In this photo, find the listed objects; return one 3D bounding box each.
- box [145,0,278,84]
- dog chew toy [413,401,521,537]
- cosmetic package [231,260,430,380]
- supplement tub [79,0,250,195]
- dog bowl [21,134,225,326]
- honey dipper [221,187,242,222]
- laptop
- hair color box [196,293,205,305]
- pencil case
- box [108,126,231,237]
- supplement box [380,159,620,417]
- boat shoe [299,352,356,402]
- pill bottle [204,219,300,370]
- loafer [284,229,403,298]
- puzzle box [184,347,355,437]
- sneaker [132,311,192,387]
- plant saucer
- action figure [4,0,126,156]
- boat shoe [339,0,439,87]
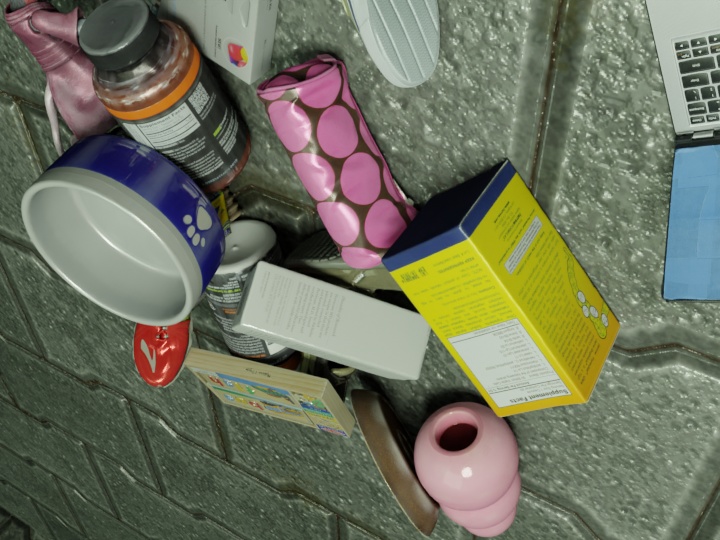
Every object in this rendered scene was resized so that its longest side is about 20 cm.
[{"bbox_3d":[-0.166,-0.292,0.717,0.198,0.041,0.157,33,142,12],"label":"box"},{"bbox_3d":[0.138,0.252,0.923,0.123,0.125,0.202,9,139,33],"label":"dog chew toy"},{"bbox_3d":[-0.033,0.058,0.830,0.197,0.072,0.101,19,169,-13],"label":"cosmetic package"},{"bbox_3d":[-0.191,-0.170,0.755,0.106,0.108,0.201,17,157,26],"label":"supplement tub"},{"bbox_3d":[-0.243,-0.038,0.792,0.197,0.079,0.202,17,141,15],"label":"dog bowl"},{"bbox_3d":[-0.205,-0.145,0.897,0.038,0.038,0.202,-11,115,44],"label":"honey dipper"},{"bbox_3d":[0.275,-0.095,0.478,0.185,0.116,0.202,-1,126,39],"label":"laptop"},{"bbox_3d":[-0.286,-0.027,1.004,0.200,0.111,0.064,43,176,-1],"label":"hair color box"},{"bbox_3d":[-0.016,-0.107,0.735,0.202,0.093,0.091,61,-178,-24],"label":"pencil case"},{"bbox_3d":[-0.245,-0.092,0.900,0.199,0.070,0.065,32,147,27],"label":"box"},{"bbox_3d":[0.133,0.022,0.711,0.108,0.110,0.201,-22,110,48],"label":"supplement box"},{"bbox_3d":[-0.037,0.116,0.971,0.064,0.073,0.202,22,138,29],"label":"boat shoe"},{"bbox_3d":[-0.131,0.047,0.956,0.105,0.106,0.202,13,134,30],"label":"pill bottle"},{"bbox_3d":[0.000,0.000,0.828,0.198,0.075,0.070,2,124,38],"label":"loafer"},{"bbox_3d":[-0.114,0.156,0.972,0.197,0.026,0.134,10,152,23],"label":"puzzle box"},{"bbox_3d":[-0.240,0.044,0.933,0.076,0.204,0.085,11,179,-4],"label":"sneaker"},{"bbox_3d":[0.049,0.232,0.959,0.032,0.201,0.202,-29,112,4],"label":"plant saucer"},{"bbox_3d":[-0.330,-0.235,0.820,0.133,0.149,0.201,24,155,44],"label":"action figure"},{"bbox_3d":[0.006,-0.245,0.611,0.062,0.071,0.202,23,141,59],"label":"boat shoe"}]
